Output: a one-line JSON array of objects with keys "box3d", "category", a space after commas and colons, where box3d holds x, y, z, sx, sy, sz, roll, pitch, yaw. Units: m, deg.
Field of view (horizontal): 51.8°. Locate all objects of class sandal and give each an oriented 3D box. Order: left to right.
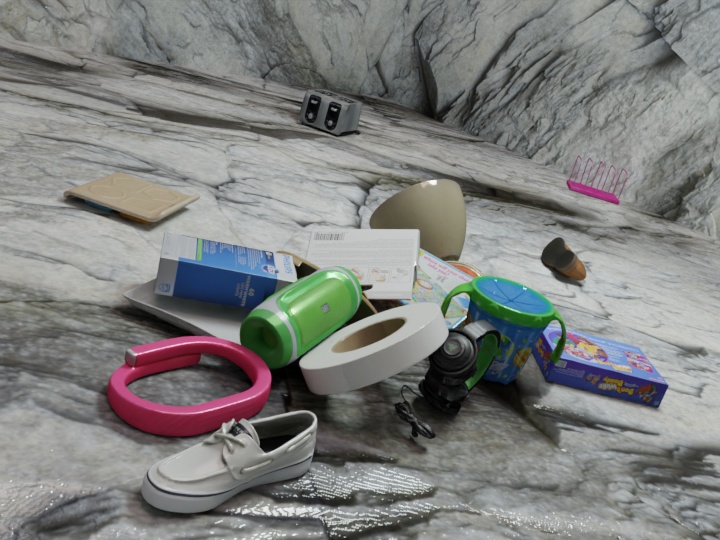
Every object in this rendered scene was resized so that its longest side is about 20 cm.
[{"box3d": [-0.042, 0.016, 1.179, 0.209, 0.078, 0.070, 29, 46, 12], "category": "sandal"}]

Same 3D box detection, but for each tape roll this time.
[{"box3d": [0.016, 0.098, 0.956, 0.200, 0.038, 0.203, -23, 8, 3], "category": "tape roll"}]

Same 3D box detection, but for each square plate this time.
[{"box3d": [-0.209, 0.053, 1.077, 0.197, 0.029, 0.198, 22, 21, 15], "category": "square plate"}]

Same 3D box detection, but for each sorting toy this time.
[{"box3d": [-0.427, -0.135, 1.402, 0.196, 0.037, 0.185, 14, 19, 7], "category": "sorting toy"}]

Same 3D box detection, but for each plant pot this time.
[{"box3d": [0.130, -0.067, 1.470, 0.198, 0.200, 0.137, -2, 62, -40], "category": "plant pot"}]

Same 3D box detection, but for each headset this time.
[{"box3d": [0.124, 0.146, 0.975, 0.198, 0.125, 0.094, -25, 50, -36], "category": "headset"}]

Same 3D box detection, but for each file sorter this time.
[{"box3d": [0.935, -0.363, 2.926, 0.196, 0.128, 0.139, 18, 20, 4], "category": "file sorter"}]

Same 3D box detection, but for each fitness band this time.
[{"box3d": [-0.196, 0.131, 0.869, 0.143, 0.038, 0.198, 31, 26, 34], "category": "fitness band"}]

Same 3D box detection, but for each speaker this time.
[{"box3d": [-0.076, 0.060, 1.015, 0.087, 0.090, 0.199, 24, 30, 22], "category": "speaker"}]

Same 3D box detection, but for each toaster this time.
[{"box3d": [-0.099, -0.566, 2.666, 0.178, 0.121, 0.200, 23, 21, 17], "category": "toaster"}]

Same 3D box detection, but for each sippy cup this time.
[{"box3d": [0.215, 0.096, 1.142, 0.176, 0.133, 0.138, 29, 24, 33], "category": "sippy cup"}]

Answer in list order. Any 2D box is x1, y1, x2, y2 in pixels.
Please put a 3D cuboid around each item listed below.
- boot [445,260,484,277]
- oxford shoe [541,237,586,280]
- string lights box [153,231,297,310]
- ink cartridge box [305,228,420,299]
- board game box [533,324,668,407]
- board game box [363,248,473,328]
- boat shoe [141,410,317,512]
[{"box3d": [0.190, 0.045, 1.350, 0.106, 0.076, 0.199, -12, 35, -44], "category": "boot"}, {"box3d": [0.493, -0.022, 1.798, 0.071, 0.071, 0.201, 40, 14, -15], "category": "oxford shoe"}, {"box3d": [-0.195, 0.004, 1.086, 0.196, 0.060, 0.103, 11, 20, -15], "category": "string lights box"}, {"box3d": [0.000, 0.000, 1.277, 0.196, 0.045, 0.178, 1, 44, 9], "category": "ink cartridge box"}, {"box3d": [0.396, 0.156, 1.251, 0.196, 0.046, 0.135, 14, 20, -6], "category": "board game box"}, {"box3d": [0.119, 0.037, 1.286, 0.199, 0.035, 0.134, 31, 51, 34], "category": "board game box"}, {"box3d": [-0.123, 0.183, 0.743, 0.197, 0.067, 0.072, -1, 26, -40], "category": "boat shoe"}]
